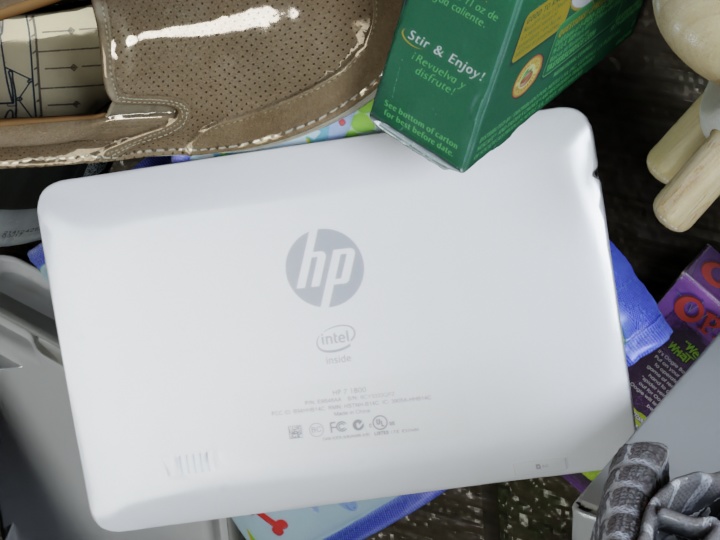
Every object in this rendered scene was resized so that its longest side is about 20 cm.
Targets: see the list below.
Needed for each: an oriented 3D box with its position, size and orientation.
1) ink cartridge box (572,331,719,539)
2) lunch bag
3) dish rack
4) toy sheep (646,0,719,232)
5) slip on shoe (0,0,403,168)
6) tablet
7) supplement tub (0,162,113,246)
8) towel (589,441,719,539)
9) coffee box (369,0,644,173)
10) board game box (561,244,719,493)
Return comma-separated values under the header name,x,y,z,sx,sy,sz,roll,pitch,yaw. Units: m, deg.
name,x,y,z,sx,sy,sz,roll,pitch,yaw
ink cartridge box,0.139,0.133,0.991,0.083,0.145,0.200,16,126,26
lunch bag,0.000,0.000,1.053,0.200,0.127,0.170,-33,96,40
dish rack,-0.108,0.101,1.219,0.171,0.044,0.200,27,139,30
toy sheep,0.178,-0.040,0.901,0.200,0.138,0.138,36,135,-11
slip on shoe,-0.075,-0.076,0.963,0.200,0.061,0.076,-6,88,11
tablet,-0.009,0.019,0.990,0.200,0.014,0.130,-8,98,7
supplement tub,-0.129,-0.114,1.068,0.122,0.123,0.200,37,133,9
towel,0.063,0.165,0.853,0.085,0.166,0.200,31,130,21
coffee box,0.072,-0.140,0.913,0.044,0.123,0.200,33,134,18
board game box,0.172,0.095,1.061,0.200,0.032,0.120,42,137,5
